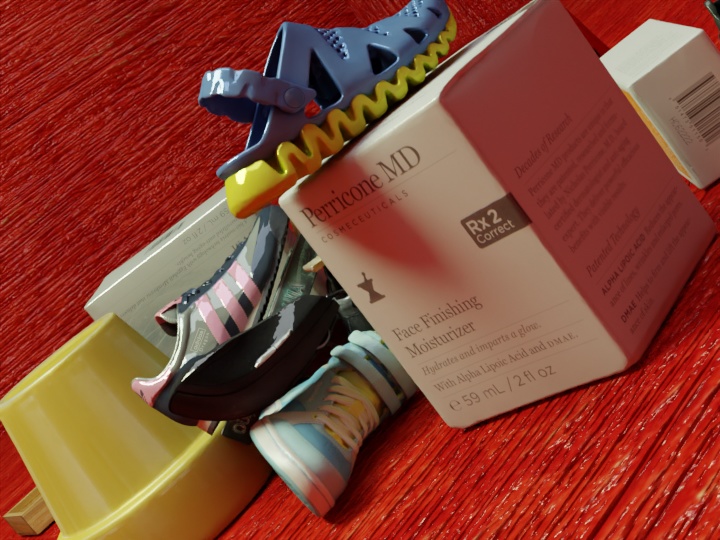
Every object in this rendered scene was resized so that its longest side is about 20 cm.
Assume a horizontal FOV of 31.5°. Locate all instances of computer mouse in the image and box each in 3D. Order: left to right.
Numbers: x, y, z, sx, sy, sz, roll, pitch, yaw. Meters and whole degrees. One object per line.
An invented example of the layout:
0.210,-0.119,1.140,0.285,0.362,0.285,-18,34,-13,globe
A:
-0.043,0.042,0.903,0.200,0.046,0.140,-31,-20,-23,computer mouse

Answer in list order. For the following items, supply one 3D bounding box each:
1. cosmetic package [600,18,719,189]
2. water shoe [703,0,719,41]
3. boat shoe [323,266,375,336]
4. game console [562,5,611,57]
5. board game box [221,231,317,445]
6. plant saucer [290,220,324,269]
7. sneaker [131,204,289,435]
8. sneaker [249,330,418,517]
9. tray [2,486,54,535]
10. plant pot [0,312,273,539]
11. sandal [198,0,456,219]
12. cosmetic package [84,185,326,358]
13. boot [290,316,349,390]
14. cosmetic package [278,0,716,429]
0.253,-0.139,1.027,0.071,0.101,0.200,-37,9,10,cosmetic package
0.357,-0.222,1.097,0.071,0.079,0.200,-40,10,-10,water shoe
0.000,0.000,1.098,0.072,0.068,0.200,-31,21,14,boat shoe
0.167,-0.162,1.260,0.200,0.177,0.031,-32,35,34,game console
-0.064,0.034,1.090,0.200,0.028,0.135,-74,6,-54,board game box
0.027,-0.069,1.276,0.200,0.200,0.037,-36,27,10,plant saucer
-0.117,0.026,1.022,0.070,0.082,0.200,114,176,-66,sneaker
-0.010,0.100,0.942,0.131,0.080,0.200,-39,10,1,sneaker
-0.357,0.256,1.628,0.200,0.037,0.099,-44,11,-29,tray
-0.205,0.149,1.103,0.201,0.189,0.201,-37,10,8,plant pot
-0.023,-0.122,0.796,0.200,0.087,0.079,-40,6,-24,sandal
-0.139,0.042,1.327,0.199,0.200,0.123,-37,12,8,cosmetic package
-0.056,0.099,1.156,0.144,0.072,0.200,-45,15,-28,boot
0.092,-0.037,0.836,0.165,0.200,0.165,-29,13,45,cosmetic package
